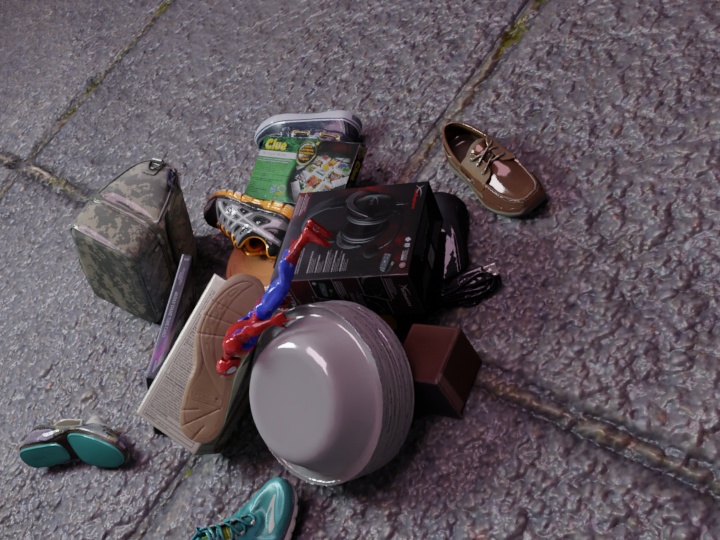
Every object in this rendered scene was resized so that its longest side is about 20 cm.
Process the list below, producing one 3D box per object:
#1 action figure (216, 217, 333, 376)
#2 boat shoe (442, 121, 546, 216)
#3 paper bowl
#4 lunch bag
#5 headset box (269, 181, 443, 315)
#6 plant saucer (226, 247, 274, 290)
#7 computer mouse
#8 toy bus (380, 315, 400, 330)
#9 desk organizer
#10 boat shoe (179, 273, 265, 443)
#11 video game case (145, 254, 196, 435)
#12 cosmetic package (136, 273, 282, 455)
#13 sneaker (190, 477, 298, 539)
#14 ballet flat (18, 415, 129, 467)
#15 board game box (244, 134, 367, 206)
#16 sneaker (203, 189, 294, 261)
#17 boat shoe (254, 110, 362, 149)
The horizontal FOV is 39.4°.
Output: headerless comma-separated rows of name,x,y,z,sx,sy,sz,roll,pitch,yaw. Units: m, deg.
action figure,-0.099,0.038,1.108,0.201,0.051,0.066,-51,13,14
boat shoe,0.164,-0.136,1.308,0.076,0.072,0.200,-43,41,-5
paper bowl,-0.046,0.138,1.123,0.199,0.104,0.204,4,97,38
lunch bag,-0.321,-0.050,1.493,0.138,0.201,0.169,21,58,17
headset box,-0.011,-0.023,1.222,0.197,0.078,0.150,-2,49,22
plant saucer,-0.112,-0.030,1.453,0.198,0.032,0.202,-21,45,22
computer mouse,0.099,-0.035,1.283,0.137,0.053,0.202,-24,43,19
toy bus,0.000,0.000,1.310,0.078,0.065,0.202,-28,42,24
desk organizer,0.036,0.110,1.186,0.198,0.072,0.078,3,53,38
boat shoe,-0.160,0.101,1.182,0.071,0.065,0.203,16,91,1
video game case,-0.255,0.100,1.369,0.019,0.144,0.202,9,52,1
cosmetic package,-0.180,0.119,1.264,0.103,0.087,0.202,32,92,17
sneaker,-0.149,0.313,1.135,0.200,0.080,0.077,-46,41,-9
ballet flat,-0.391,0.233,1.401,0.198,0.072,0.073,-8,49,29
board game box,-0.084,-0.142,1.470,0.198,0.023,0.106,12,80,41
sneaker,-0.163,-0.062,1.440,0.198,0.078,0.078,11,70,43
boat shoe,-0.094,-0.190,1.552,0.198,0.071,0.092,-4,54,35
